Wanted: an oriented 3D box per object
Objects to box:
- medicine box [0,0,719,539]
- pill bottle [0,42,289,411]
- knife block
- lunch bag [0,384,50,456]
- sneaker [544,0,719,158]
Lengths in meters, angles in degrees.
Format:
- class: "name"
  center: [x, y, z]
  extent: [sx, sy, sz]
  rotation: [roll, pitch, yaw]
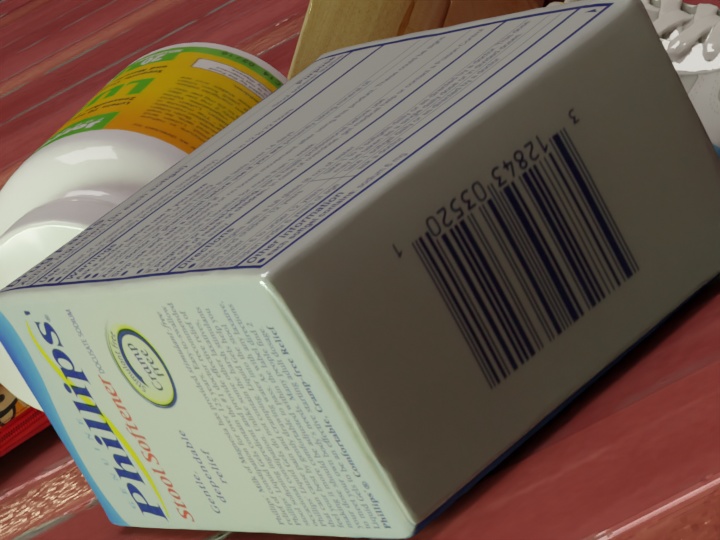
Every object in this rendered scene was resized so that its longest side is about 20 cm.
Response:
- class: "medicine box"
  center: [0.000, 0.000, 0.994]
  extent: [0.182, 0.103, 0.200]
  rotation: [-38, 17, -29]
- class: "pill bottle"
  center: [-0.088, -0.015, 1.169]
  extent: [0.111, 0.111, 0.200]
  rotation: [-23, 13, 21]
- class: "knife block"
  center: [0.015, -0.194, 1.453]
  extent: [0.200, 0.176, 0.064]
  rotation: [-25, 15, 16]
- class: "lunch bag"
  center: [-0.215, 0.066, 1.207]
  extent: [0.200, 0.082, 0.176]
  rotation: [-36, 17, -26]
- class: "sneaker"
  center: [0.107, -0.070, 1.074]
  extent: [0.200, 0.081, 0.077]
  rotation: [-17, 18, 35]
